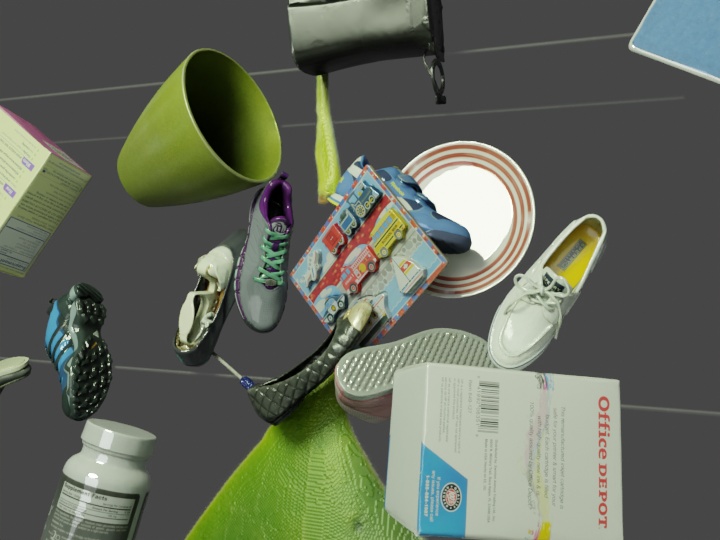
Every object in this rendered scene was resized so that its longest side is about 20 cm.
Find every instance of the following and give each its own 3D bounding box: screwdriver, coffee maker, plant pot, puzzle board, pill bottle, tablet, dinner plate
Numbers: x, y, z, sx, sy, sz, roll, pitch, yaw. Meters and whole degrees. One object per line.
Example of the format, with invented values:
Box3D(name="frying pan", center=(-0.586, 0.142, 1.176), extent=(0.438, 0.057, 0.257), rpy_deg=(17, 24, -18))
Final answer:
Box3D(name="screwdriver", center=(-0.170, 0.137, 0.879), extent=(0.198, 0.029, 0.028), rpy_deg=(33, 106, 24))
Box3D(name="coffee maker", center=(0.007, -0.320, 0.880), extent=(0.194, 0.134, 0.198), rpy_deg=(-5, 75, 19))
Box3D(name="plant pot", center=(-0.242, -0.170, 0.920), extent=(0.196, 0.185, 0.192), rpy_deg=(-23, 68, 28))
Box3D(name="puzzle board", center=(0.000, 0.000, 0.798), extent=(0.152, 0.017, 0.201), rpy_deg=(51, 126, 17))
Box3D(name="pill bottle", center=(-0.337, 0.305, 0.848), extent=(0.113, 0.116, 0.206), rpy_deg=(11, 79, 22))
Box3D(name="tablet", center=(0.436, -0.282, 0.778), extent=(0.198, 0.014, 0.132), rpy_deg=(32, 88, 25))
Box3D(name="dinner plate", center=(0.121, -0.064, 0.830), extent=(0.194, 0.024, 0.206), rpy_deg=(-5, 74, 18))

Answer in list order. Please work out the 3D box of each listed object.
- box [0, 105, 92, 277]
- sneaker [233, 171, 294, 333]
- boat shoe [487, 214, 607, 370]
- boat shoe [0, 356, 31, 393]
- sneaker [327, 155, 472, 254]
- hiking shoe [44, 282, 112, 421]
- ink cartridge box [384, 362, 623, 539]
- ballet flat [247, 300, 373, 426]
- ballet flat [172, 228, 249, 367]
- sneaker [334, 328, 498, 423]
Box3D(name="box", center=(-0.564, -0.128, 1.057), extent=(0.174, 0.097, 0.202), rpy_deg=(34, 88, 24))
Box3D(name="sneaker", center=(-0.122, -0.025, 0.862), extent=(0.072, 0.087, 0.206), rpy_deg=(5, 74, -18))
Box3D(name="boat shoe", center=(0.211, 0.022, 0.732), extent=(0.074, 0.086, 0.203), rpy_deg=(39, 86, 18))
Box3D(name="boat shoe", center=(-0.583, 0.191, 1.007), extent=(0.196, 0.072, 0.069), rpy_deg=(-25, 105, 5))
Box3D(name="sneaker", center=(0.053, -0.082, 0.809), extent=(0.196, 0.074, 0.084), rpy_deg=(25, 83, 23))
Box3D(name="hiking shoe", center=(-0.414, 0.123, 0.956), extent=(0.085, 0.074, 0.205), rpy_deg=(-23, 60, 21))
Box3D(name="ink cartridge box", center=(0.136, 0.179, 0.654), extent=(0.194, 0.145, 0.152), rpy_deg=(7, 77, -8))
Box3D(name="ballet flat", center=(-0.060, 0.107, 0.788), extent=(0.057, 0.067, 0.200), rpy_deg=(44, 102, -3))
Box3D(name="ballet flat", center=(-0.201, 0.029, 0.891), extent=(0.071, 0.073, 0.205), rpy_deg=(15, 78, 22))
Box3D(name="sneaker", center=(0.060, 0.128, 0.783), extent=(0.194, 0.105, 0.077), rpy_deg=(-6, 61, -13))
